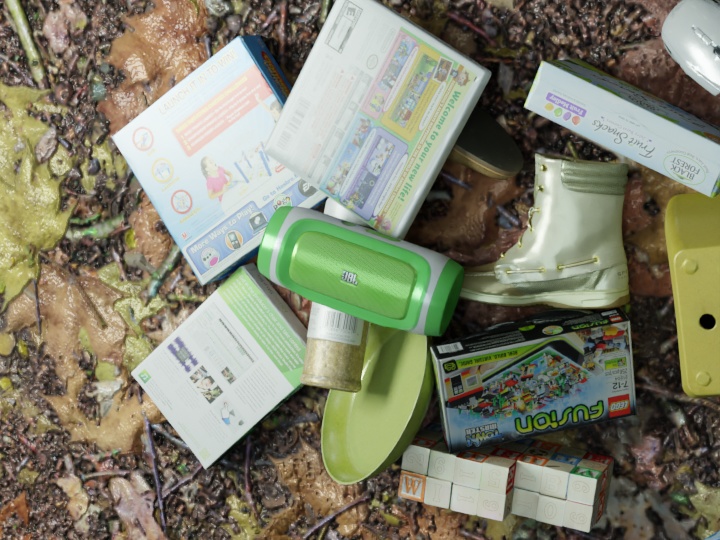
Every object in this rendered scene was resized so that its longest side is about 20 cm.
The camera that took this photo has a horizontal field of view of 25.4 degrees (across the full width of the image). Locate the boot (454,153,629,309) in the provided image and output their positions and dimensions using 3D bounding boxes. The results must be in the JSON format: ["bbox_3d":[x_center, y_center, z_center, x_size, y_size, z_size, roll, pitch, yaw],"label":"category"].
[{"bbox_3d":[0.176,-0.042,1.627,0.198,0.072,0.156,2,100,16],"label":"boot"}]

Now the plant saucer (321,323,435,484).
[{"bbox_3d":[0.024,0.132,1.676,0.031,0.200,0.201,23,111,-24],"label":"plant saucer"}]

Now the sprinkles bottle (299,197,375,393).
[{"bbox_3d":[-0.018,0.026,1.689,0.068,0.068,0.202,7,86,20],"label":"sprinkles bottle"}]

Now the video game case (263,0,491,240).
[{"bbox_3d":[0.014,-0.161,1.629,0.182,0.022,0.201,35,109,18],"label":"video game case"}]

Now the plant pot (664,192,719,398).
[{"bbox_3d":[0.382,0.029,1.500,0.198,0.176,0.202,-5,97,22],"label":"plant pot"}]

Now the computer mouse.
[{"bbox_3d":[0.334,-0.202,1.491,0.110,0.044,0.200,-50,40,14],"label":"computer mouse"}]

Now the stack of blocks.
[{"bbox_3d":[0.152,0.214,1.655,0.198,0.115,0.059,11,103,19],"label":"stack of blocks"}]

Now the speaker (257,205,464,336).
[{"bbox_3d":[0.000,0.000,1.611,0.199,0.088,0.089,19,105,12],"label":"speaker"}]

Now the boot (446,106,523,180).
[{"bbox_3d":[0.079,-0.139,1.661,0.199,0.074,0.076,31,128,18],"label":"boot"}]

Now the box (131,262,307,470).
[{"bbox_3d":[-0.148,0.109,1.800,0.200,0.036,0.145,-42,83,23],"label":"box"}]

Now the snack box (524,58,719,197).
[{"bbox_3d":[0.269,-0.140,1.534,0.199,0.142,0.053,28,108,15],"label":"snack box"}]

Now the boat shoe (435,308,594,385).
[{"bbox_3d":[0.155,0.089,1.659,0.199,0.066,0.072,-13,91,22],"label":"boat shoe"}]

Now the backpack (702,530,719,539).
[{"bbox_3d":[0.384,0.357,1.567,0.183,0.147,0.201,-37,76,22],"label":"backpack"}]

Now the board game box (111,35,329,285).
[{"bbox_3d":[-0.142,-0.120,1.747,0.199,0.056,0.197,-34,86,23],"label":"board game box"}]

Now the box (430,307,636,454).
[{"bbox_3d":[0.176,0.111,1.610,0.198,0.035,0.111,-12,113,-5],"label":"box"}]
